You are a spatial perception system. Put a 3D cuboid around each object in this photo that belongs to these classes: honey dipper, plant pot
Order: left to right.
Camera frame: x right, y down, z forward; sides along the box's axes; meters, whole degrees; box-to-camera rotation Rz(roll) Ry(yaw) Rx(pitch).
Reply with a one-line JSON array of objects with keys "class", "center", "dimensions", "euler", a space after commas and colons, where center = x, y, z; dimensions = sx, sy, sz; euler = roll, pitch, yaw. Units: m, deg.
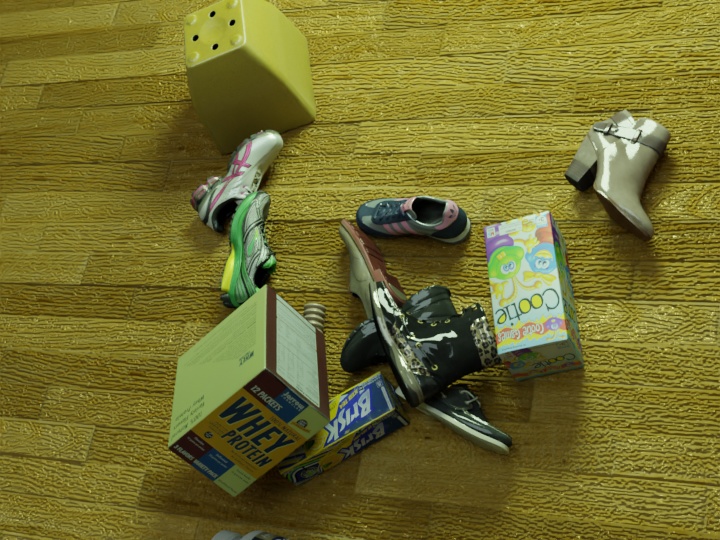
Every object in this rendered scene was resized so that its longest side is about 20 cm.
[{"class": "plant pot", "center": [-0.212, -0.360, 1.969], "dimensions": [0.193, 0.200, 0.197], "euler": [-18, 58, 16]}, {"class": "honey dipper", "center": [-0.081, 0.151, 1.746], "dimensions": [0.037, 0.038, 0.203], "euler": [-4, 65, 23]}]

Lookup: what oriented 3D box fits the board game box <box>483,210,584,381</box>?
[{"class": "board game box", "center": [0.245, 0.037, 1.609], "dimensions": [0.103, 0.103, 0.203], "euler": [-14, 60, 18]}]

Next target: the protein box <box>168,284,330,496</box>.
[{"class": "protein box", "center": [-0.160, 0.173, 1.645], "dimensions": [0.198, 0.135, 0.201], "euler": [-39, 28, 19]}]

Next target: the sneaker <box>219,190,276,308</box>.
[{"class": "sneaker", "center": [-0.170, -0.033, 1.867], "dimensions": [0.084, 0.078, 0.204], "euler": [2, 75, 18]}]

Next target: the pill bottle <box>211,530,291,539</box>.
[{"class": "pill bottle", "center": [-0.120, 0.428, 1.576], "dimensions": [0.197, 0.111, 0.113], "euler": [10, 69, 28]}]

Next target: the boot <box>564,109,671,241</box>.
[{"class": "boot", "center": [0.399, -0.150, 1.655], "dimensions": [0.146, 0.070, 0.200], "euler": [-42, 56, -3]}]

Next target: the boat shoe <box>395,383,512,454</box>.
[{"class": "boat shoe", "center": [0.138, 0.192, 1.600], "dimensions": [0.199, 0.072, 0.068], "euler": [30, 80, 37]}]

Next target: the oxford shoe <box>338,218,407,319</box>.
[{"class": "oxford shoe", "center": [0.000, 0.000, 1.765], "dimensions": [0.075, 0.070, 0.201], "euler": [-43, 46, 16]}]

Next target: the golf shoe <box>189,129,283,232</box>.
[{"class": "golf shoe", "center": [-0.198, -0.151, 1.937], "dimensions": [0.200, 0.072, 0.092], "euler": [-45, 61, 10]}]

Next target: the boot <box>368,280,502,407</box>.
[{"class": "boot", "center": [0.102, 0.083, 1.613], "dimensions": [0.148, 0.074, 0.202], "euler": [-20, 55, -4]}]

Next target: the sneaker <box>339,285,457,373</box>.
[{"class": "sneaker", "center": [0.060, 0.104, 1.684], "dimensions": [0.198, 0.076, 0.092], "euler": [-32, 62, 9]}]

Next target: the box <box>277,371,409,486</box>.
[{"class": "box", "center": [-0.032, 0.234, 1.663], "dimensions": [0.198, 0.064, 0.071], "euler": [-31, 55, 9]}]

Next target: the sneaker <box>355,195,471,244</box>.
[{"class": "sneaker", "center": [0.072, -0.093, 1.769], "dimensions": [0.197, 0.082, 0.071], "euler": [4, 67, 27]}]
